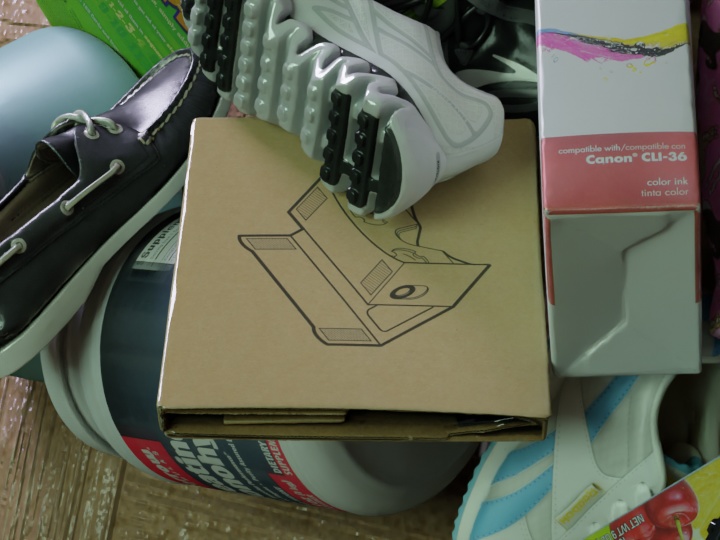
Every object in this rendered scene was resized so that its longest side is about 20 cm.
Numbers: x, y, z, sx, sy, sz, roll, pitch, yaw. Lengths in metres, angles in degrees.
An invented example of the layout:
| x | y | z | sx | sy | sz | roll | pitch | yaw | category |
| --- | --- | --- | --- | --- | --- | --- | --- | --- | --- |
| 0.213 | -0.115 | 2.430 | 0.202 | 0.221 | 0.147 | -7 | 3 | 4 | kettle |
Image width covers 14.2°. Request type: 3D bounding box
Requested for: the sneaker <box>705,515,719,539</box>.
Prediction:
| x | y | z | sx | sy | sz | roll | pitch | yaw | category |
| --- | --- | --- | --- | --- | --- | --- | --- | --- | --- |
| 0.164 | 0.106 | 1.116 | 0.200 | 0.076 | 0.088 | -27 | 78 | 25 | sneaker |

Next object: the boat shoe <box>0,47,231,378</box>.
| x | y | z | sx | sy | sz | roll | pitch | yaw | category |
| --- | --- | --- | --- | --- | --- | --- | --- | --- | --- |
| -0.137 | -0.041 | 1.399 | 0.200 | 0.060 | 0.074 | -51 | 26 | -17 | boat shoe |

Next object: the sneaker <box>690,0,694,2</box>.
| x | y | z | sx | sy | sz | roll | pitch | yaw | category |
| --- | --- | --- | --- | --- | --- | --- | --- | --- | --- |
| 0.098 | -0.188 | 1.367 | 0.200 | 0.079 | 0.095 | 29 | 89 | 44 | sneaker |

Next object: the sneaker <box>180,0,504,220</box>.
| x | y | z | sx | sy | sz | roll | pitch | yaw | category |
| --- | --- | --- | --- | --- | --- | --- | --- | --- | --- |
| -0.013 | -0.100 | 1.327 | 0.200 | 0.081 | 0.075 | 47 | 141 | 32 | sneaker |

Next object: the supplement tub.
| x | y | z | sx | sy | sz | roll | pitch | yaw | category |
| --- | --- | --- | --- | --- | --- | --- | --- | --- | --- |
| -0.046 | 0.039 | 1.396 | 0.200 | 0.140 | 0.141 | 4 | 83 | 45 | supplement tub |

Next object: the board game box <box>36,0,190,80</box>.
| x | y | z | sx | sy | sz | roll | pitch | yaw | category |
| --- | --- | --- | --- | --- | --- | --- | --- | --- | --- |
| -0.109 | -0.134 | 1.503 | 0.096 | 0.030 | 0.200 | 59 | 157 | -6 | board game box |

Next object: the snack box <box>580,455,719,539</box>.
| x | y | z | sx | sy | sz | roll | pitch | yaw | category |
| --- | --- | --- | --- | --- | --- | --- | --- | --- | --- |
| 0.201 | 0.125 | 1.164 | 0.200 | 0.053 | 0.142 | -36 | 78 | 34 | snack box |

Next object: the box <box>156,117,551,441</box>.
| x | y | z | sx | sy | sz | roll | pitch | yaw | category |
| --- | --- | --- | --- | --- | --- | --- | --- | --- | --- |
| 0.000 | 0.000 | 1.272 | 0.200 | 0.163 | 0.021 | -88 | -3 | -50 | box |

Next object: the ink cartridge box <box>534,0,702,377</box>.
| x | y | z | sx | sy | sz | roll | pitch | yaw | category |
| --- | --- | --- | --- | --- | --- | --- | --- | --- | --- |
| 0.110 | -0.068 | 1.242 | 0.067 | 0.117 | 0.200 | -3 | 52 | 4 | ink cartridge box |

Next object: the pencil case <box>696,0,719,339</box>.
| x | y | z | sx | sy | sz | roll | pitch | yaw | category |
| --- | --- | --- | --- | --- | --- | --- | --- | --- | --- |
| 0.190 | -0.061 | 1.229 | 0.087 | 0.083 | 0.200 | -20 | 65 | 58 | pencil case |

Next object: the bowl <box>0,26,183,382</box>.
| x | y | z | sx | sy | sz | roll | pitch | yaw | category |
| --- | --- | --- | --- | --- | --- | --- | --- | --- | --- |
| -0.193 | -0.026 | 1.546 | 0.201 | 0.105 | 0.201 | 13 | 107 | 46 | bowl |

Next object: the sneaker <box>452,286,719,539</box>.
| x | y | z | sx | sy | sz | roll | pitch | yaw | category |
| --- | --- | --- | --- | --- | --- | --- | --- | --- | --- |
| 0.105 | 0.095 | 1.281 | 0.081 | 0.076 | 0.200 | 33 | 107 | 38 | sneaker |

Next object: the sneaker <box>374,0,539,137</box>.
| x | y | z | sx | sy | sz | roll | pitch | yaw | category |
| --- | --- | --- | --- | --- | --- | --- | --- | --- | --- |
| 0.027 | -0.132 | 1.364 | 0.200 | 0.083 | 0.071 | 40 | 89 | 4 | sneaker |
